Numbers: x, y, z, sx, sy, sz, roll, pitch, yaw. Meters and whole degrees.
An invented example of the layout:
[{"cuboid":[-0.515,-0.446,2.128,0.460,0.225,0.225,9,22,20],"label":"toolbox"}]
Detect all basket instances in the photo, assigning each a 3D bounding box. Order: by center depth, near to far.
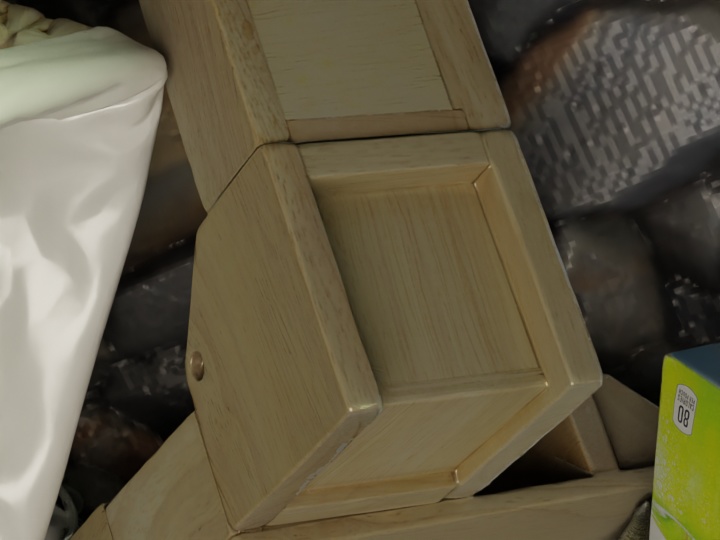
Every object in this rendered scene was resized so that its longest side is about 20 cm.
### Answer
[{"cuboid":[-0.153,0.019,0.793,0.123,0.135,0.201,24,110,20],"label":"basket"}]

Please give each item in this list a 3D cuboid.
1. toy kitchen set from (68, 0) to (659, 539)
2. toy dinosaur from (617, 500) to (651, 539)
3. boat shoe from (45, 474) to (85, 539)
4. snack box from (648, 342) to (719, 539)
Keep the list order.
[{"cuboid":[0.000,0.000,0.881,0.163,0.181,0.200,-6,155,-31],"label":"toy kitchen set"},{"cuboid":[0.069,0.161,0.906,0.102,0.077,0.201,-10,135,-16],"label":"toy dinosaur"},{"cuboid":[-0.113,0.087,0.934,0.066,0.074,0.201,-14,120,-1],"label":"boat shoe"},{"cuboid":[0.142,0.138,0.790,0.067,0.169,0.201,-10,115,-25],"label":"snack box"}]
